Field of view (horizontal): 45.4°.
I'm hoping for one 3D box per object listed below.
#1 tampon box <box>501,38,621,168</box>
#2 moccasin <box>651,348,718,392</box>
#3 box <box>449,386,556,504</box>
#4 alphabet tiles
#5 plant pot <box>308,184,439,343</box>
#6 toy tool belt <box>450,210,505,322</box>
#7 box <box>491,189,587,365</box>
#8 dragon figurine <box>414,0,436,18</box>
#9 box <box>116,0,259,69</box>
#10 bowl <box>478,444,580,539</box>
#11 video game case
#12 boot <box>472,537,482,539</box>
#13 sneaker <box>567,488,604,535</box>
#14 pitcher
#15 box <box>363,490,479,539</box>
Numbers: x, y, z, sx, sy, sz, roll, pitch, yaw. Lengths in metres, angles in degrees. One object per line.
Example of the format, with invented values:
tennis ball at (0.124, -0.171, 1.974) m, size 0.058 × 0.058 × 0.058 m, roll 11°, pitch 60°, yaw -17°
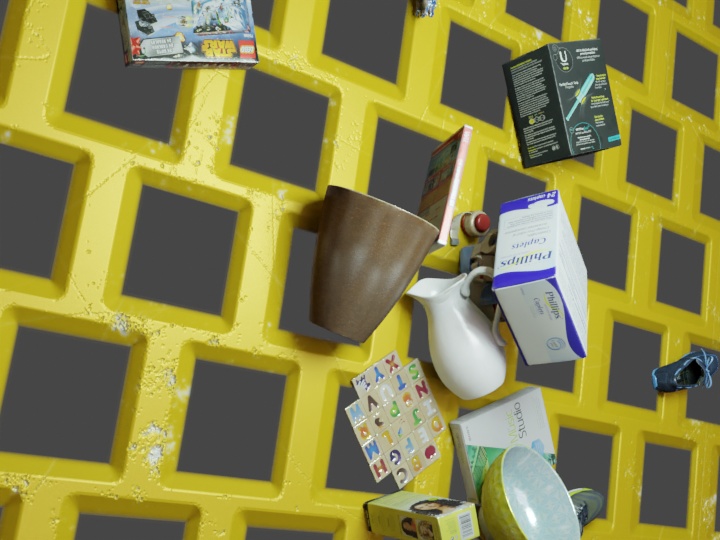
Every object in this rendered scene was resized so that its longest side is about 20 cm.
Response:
tampon box at (0.374, -0.309, 1.597) m, size 0.148 × 0.126 × 0.203 m, roll -13°, pitch 92°, yaw -34°
moccasin at (0.691, 0.219, 1.790) m, size 0.198 × 0.068 × 0.082 m, roll -17°, pitch 95°, yaw -33°
box at (0.254, 0.305, 1.516) m, size 0.198 × 0.036 × 0.147 m, roll -17°, pitch 95°, yaw -31°
alphabet tiles at (0.060, 0.244, 1.412) m, size 0.165 × 0.006 × 0.203 m, roll -30°, pitch 102°, yaw -32°
plant pot at (0.000, 0.000, 1.310) m, size 0.185 × 0.186 × 0.203 m, roll 22°, pitch 88°, yaw -29°
toy tool belt at (0.231, -0.009, 1.478) m, size 0.123 × 0.122 × 0.204 m, roll 2°, pitch 84°, yaw -33°
box at (0.289, 0.013, 1.369) m, size 0.185 × 0.103 × 0.202 m, roll 59°, pitch 30°, yaw -36°
dragon figurine at (0.076, -0.526, 1.462) m, size 0.098 × 0.059 × 0.204 m, roll -12°, pitch 92°, yaw -33°
box at (-0.250, -0.365, 1.246) m, size 0.197 × 0.040 × 0.139 m, roll -7°, pitch 88°, yaw -33°
bowl at (0.260, 0.403, 1.420) m, size 0.199 × 0.107 × 0.202 m, roll 32°, pitch 37°, yaw -28°
video game case at (0.128, -0.123, 1.410) m, size 0.017 × 0.143 × 0.203 m, roll 17°, pitch 76°, yaw -14°
boot at (0.156, 0.504, 1.352) m, size 0.173 × 0.199 × 0.070 m, roll -25°, pitch 126°, yaw -35°
sneaker at (0.381, 0.457, 1.557) m, size 0.198 × 0.081 × 0.075 m, roll -20°, pitch 97°, yaw -33°
pitcher at (0.183, 0.099, 1.410) m, size 0.121 × 0.170 × 0.202 m, roll -34°, pitch 103°, yaw -52°
box at (0.089, 0.375, 1.303) m, size 0.074 × 0.199 × 0.051 m, roll -9°, pitch 88°, yaw -34°
